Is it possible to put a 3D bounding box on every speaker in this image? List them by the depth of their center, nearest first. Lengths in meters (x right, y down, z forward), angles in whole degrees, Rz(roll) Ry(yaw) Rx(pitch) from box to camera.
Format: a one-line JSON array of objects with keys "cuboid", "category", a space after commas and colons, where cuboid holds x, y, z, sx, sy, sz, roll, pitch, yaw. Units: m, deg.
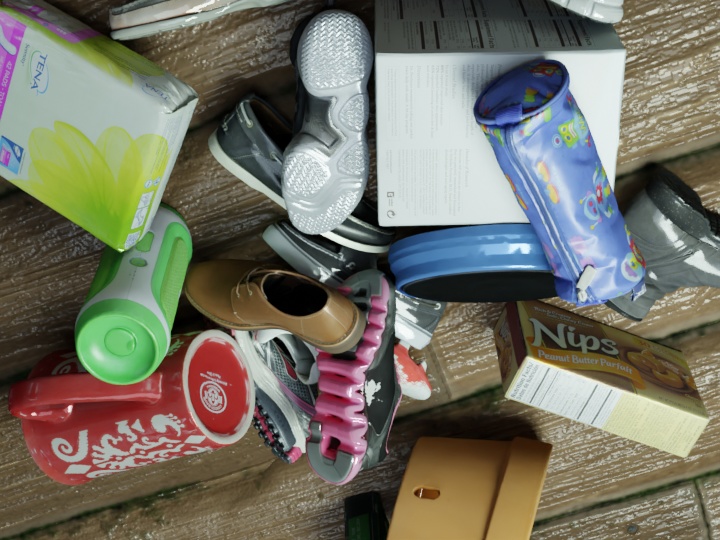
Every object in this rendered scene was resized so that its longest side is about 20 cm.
[{"cuboid": [-0.203, 0.016, 1.105, 0.087, 0.201, 0.090, 0, 121, 0], "category": "speaker"}]

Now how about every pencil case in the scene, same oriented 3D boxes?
[{"cuboid": [0.158, -0.061, 0.953, 0.077, 0.087, 0.201, -12, 121, 31], "category": "pencil case"}]

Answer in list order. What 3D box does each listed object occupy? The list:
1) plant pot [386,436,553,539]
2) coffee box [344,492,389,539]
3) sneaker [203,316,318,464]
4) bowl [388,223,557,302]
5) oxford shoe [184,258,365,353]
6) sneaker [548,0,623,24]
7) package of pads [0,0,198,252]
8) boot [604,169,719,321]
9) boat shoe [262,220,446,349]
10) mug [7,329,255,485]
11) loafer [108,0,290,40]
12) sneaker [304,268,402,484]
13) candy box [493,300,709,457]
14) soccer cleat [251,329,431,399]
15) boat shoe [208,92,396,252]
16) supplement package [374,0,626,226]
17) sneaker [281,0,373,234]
[{"cuboid": [0.108, 0.259, 1.261, 0.138, 0.201, 0.203, 15, 120, 10], "category": "plant pot"}, {"cuboid": [0.029, 0.363, 1.350, 0.043, 0.124, 0.202, -15, 120, 7], "category": "coffee box"}, {"cuboid": [-0.095, 0.092, 1.229, 0.074, 0.080, 0.202, -32, 109, -23], "category": "sneaker"}, {"cuboid": [0.123, -0.002, 1.107, 0.197, 0.201, 0.040, -1, 80, 1], "category": "bowl"}, {"cuboid": [-0.090, 0.017, 1.119, 0.198, 0.072, 0.071, 11, 157, 33], "category": "oxford shoe"}, {"cuboid": [0.135, -0.274, 0.993, 0.198, 0.074, 0.081, 27, 114, 13], "category": "sneaker"}, {"cuboid": [-0.251, -0.135, 1.064, 0.198, 0.068, 0.156, 31, 119, 7], "category": "package of pads"}, {"cuboid": [0.312, 0.005, 1.183, 0.199, 0.070, 0.132, 39, 117, -8], "category": "boot"}, {"cuboid": [0.000, 0.000, 1.177, 0.199, 0.070, 0.067, 34, 95, -13], "category": "boat shoe"}, {"cuboid": [-0.219, 0.134, 1.155, 0.198, 0.177, 0.135, -13, 99, 30], "category": "mug"}, {"cuboid": [-0.123, -0.247, 1.039, 0.197, 0.072, 0.064, -13, 103, 2], "category": "loafer"}, {"cuboid": [0.007, 0.098, 1.152, 0.095, 0.078, 0.203, 2, 101, -49], "category": "sneaker"}, {"cuboid": [0.234, 0.102, 1.202, 0.197, 0.116, 0.056, 19, 118, -10], "category": "candy box"}, {"cuboid": [-0.018, 0.086, 1.202, 0.199, 0.086, 0.068, 36, 158, -18], "category": "soccer cleat"}, {"cuboid": [-0.042, -0.086, 1.121, 0.199, 0.072, 0.068, 35, 115, -15], "category": "boat shoe"}, {"cuboid": [0.111, -0.141, 1.043, 0.197, 0.151, 0.154, -1, 120, 1], "category": "supplement package"}, {"cuboid": [-0.029, -0.140, 1.064, 0.074, 0.114, 0.203, 4, 118, -7], "category": "sneaker"}]
